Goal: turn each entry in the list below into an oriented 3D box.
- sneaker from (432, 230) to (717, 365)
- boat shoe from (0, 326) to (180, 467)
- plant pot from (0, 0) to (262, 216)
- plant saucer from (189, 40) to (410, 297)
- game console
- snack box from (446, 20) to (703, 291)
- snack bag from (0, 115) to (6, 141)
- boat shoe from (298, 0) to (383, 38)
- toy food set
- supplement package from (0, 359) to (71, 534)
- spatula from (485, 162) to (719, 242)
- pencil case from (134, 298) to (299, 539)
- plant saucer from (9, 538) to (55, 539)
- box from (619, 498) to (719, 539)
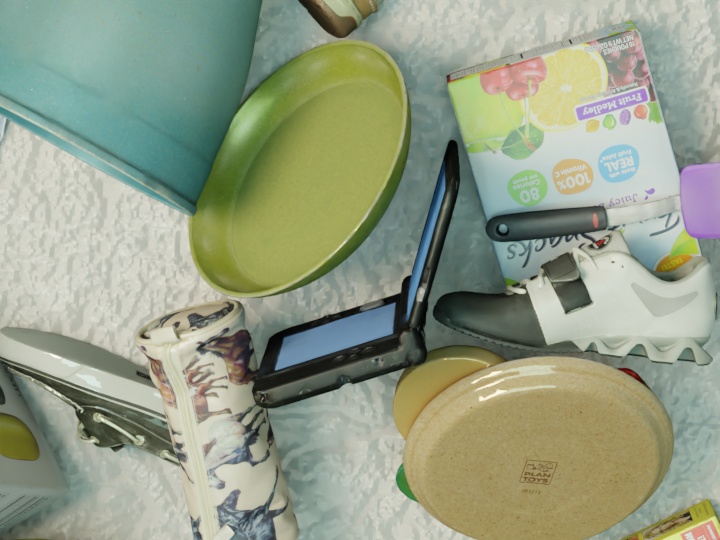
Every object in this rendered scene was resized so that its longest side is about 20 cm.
[{"bbox_3d":[0.150,0.013,1.700,0.200,0.074,0.089,3,101,-9],"label":"sneaker"},{"bbox_3d":[-0.177,0.101,1.774,0.200,0.071,0.064,23,99,-4],"label":"boat shoe"},{"bbox_3d":[-0.157,-0.166,1.673,0.200,0.200,0.188,29,87,-4],"label":"plant pot"},{"bbox_3d":[-0.036,-0.065,1.688,0.200,0.200,0.031,-47,128,9],"label":"plant saucer"},{"bbox_3d":[0.000,0.000,1.685,0.176,0.200,0.116,-17,99,5],"label":"game console"},{"bbox_3d":[0.156,-0.062,1.744,0.142,0.053,0.200,-16,100,5],"label":"snack box"},{"bbox_3d":[-0.363,-0.058,1.775,0.200,0.021,0.189,11,100,-1],"label":"snack bag"},{"bbox_3d":[-0.051,-0.260,1.713,0.076,0.072,0.200,-41,105,-6],"label":"boat shoe"},{"bbox_3d":[0.123,0.128,1.745,0.200,0.049,0.198,-6,133,1],"label":"toy food set"},{"bbox_3d":[-0.328,0.122,1.695,0.151,0.200,0.152,-32,76,8],"label":"supplement package"},{"bbox_3d":[0.187,-0.041,1.710,0.200,0.021,0.057,-7,105,3],"label":"spatula"},{"bbox_3d":[-0.100,0.116,1.710,0.078,0.089,0.200,-6,111,18],"label":"pencil case"},{"bbox_3d":[-0.252,0.265,1.790,0.200,0.031,0.200,-9,128,-11],"label":"plant saucer"},{"bbox_3d":[0.183,0.245,1.801,0.200,0.050,0.075,-24,98,5],"label":"box"}]
